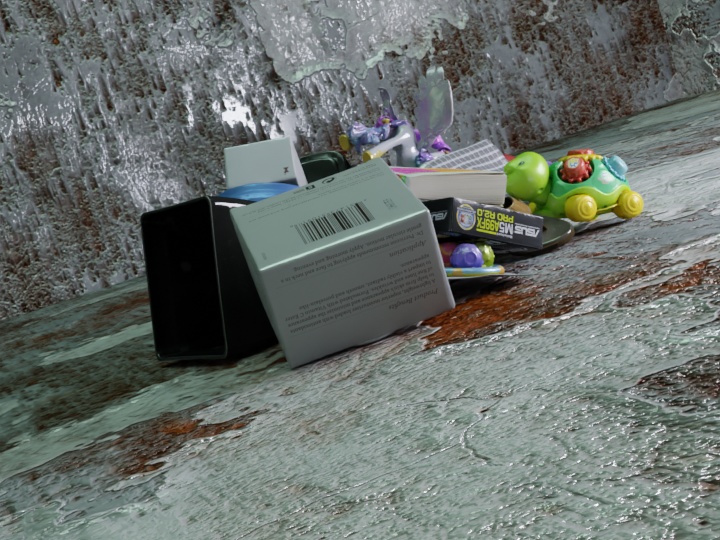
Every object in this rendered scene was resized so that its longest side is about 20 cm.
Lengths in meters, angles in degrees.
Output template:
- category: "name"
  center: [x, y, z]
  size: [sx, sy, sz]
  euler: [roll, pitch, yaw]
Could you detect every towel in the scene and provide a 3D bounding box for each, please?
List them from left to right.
- category: "towel"
  center: [0.185, -0.112, 1.798]
  size: [0.165, 0.086, 0.200]
  euler: [33, 35, 27]

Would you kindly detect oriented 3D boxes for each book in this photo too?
- category: "book"
  center: [0.088, -0.117, 1.592]
  size: [0.133, 0.048, 0.200]
  euler: [2, 8, -19]

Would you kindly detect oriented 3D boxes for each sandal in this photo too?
- category: "sandal"
  center: [0.193, -0.075, 1.635]
  size: [0.200, 0.055, 0.082]
  euler: [25, 53, 35]

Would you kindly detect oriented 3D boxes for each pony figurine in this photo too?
- category: "pony figurine"
  center: [0.068, -0.198, 1.867]
  size: [0.200, 0.193, 0.166]
  euler: [-21, 6, -35]

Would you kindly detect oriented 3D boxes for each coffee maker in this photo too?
- category: "coffee maker"
  center: [-0.052, -0.118, 2.013]
  size: [0.135, 0.192, 0.200]
  euler: [-33, -27, 5]

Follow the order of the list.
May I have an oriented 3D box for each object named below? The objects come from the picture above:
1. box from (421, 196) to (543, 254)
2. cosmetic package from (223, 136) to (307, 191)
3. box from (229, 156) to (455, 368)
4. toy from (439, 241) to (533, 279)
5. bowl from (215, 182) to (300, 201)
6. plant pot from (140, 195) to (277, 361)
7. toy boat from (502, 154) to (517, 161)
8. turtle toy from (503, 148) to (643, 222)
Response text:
- category: "box"
  center: [0.108, -0.051, 1.557]
  size: [0.160, 0.044, 0.200]
  euler: [11, -10, -38]
- category: "cosmetic package"
  center: [-0.130, -0.113, 1.780]
  size: [0.101, 0.071, 0.200]
  euler: [-10, -23, 3]
- category: "box"
  center: [-0.025, -0.014, 1.379]
  size: [0.199, 0.131, 0.200]
  euler: [-20, 26, -8]
- category: "toy"
  center: [0.123, -0.012, 1.493]
  size: [0.115, 0.047, 0.200]
  euler: [-3, 0, -13]
- category: "bowl"
  center: [-0.127, -0.065, 1.731]
  size: [0.200, 0.039, 0.201]
  euler: [0, -26, 0]
- category: "plant pot"
  center: [-0.160, 0.008, 1.594]
  size: [0.177, 0.200, 0.200]
  euler: [-6, -1, -36]
- category: "toy boat"
  center: [0.213, -0.143, 2.002]
  size: [0.200, 0.131, 0.131]
  euler: [-8, 35, 50]
- category: "turtle toy"
  center: [0.289, -0.117, 1.680]
  size: [0.200, 0.101, 0.146]
  euler: [-4, 1, -22]
